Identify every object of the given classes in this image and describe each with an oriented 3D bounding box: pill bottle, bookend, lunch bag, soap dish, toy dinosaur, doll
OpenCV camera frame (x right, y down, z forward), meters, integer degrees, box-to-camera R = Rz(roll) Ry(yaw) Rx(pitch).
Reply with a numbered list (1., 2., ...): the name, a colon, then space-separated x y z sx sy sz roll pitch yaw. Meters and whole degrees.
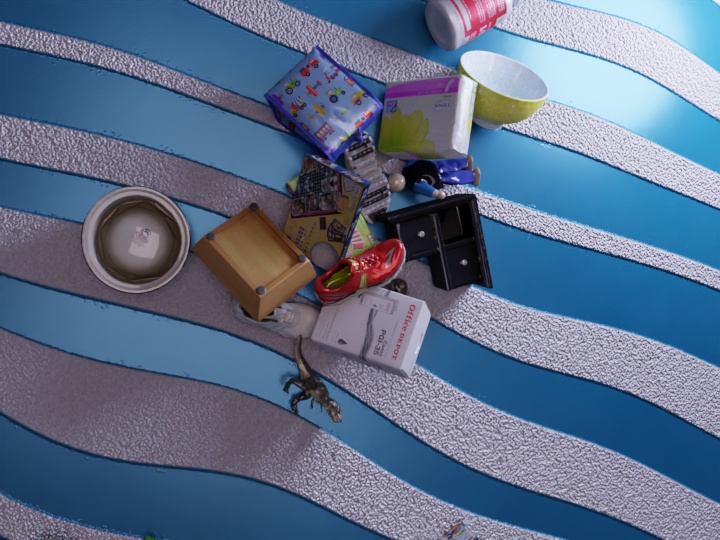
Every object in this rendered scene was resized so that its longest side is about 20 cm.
1. pill bottle: 0.244 -0.558 1.388 0.199 0.112 0.113 -33 97 -9
2. bookend: 0.152 -0.040 1.367 0.197 0.092 0.202 -15 101 -14
3. lunch bag: -0.063 -0.316 1.292 0.151 0.094 0.200 -45 67 -8
4. soap dish: -0.202 -0.024 1.268 0.157 0.082 0.200 -38 75 -29
5. toy dinosaur: -0.112 0.239 1.348 0.088 0.047 0.202 -34 105 -23
6. doll: 0.151 -0.196 1.384 0.197 0.049 0.138 -9 52 -14

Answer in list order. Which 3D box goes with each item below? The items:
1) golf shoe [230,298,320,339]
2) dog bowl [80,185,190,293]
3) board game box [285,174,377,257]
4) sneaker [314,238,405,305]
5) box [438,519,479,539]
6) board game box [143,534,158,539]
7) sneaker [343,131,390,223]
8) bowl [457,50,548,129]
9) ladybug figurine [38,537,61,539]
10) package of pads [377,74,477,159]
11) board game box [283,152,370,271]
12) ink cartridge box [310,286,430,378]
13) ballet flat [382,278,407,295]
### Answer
1. golf shoe: -0.161 0.095 1.316 0.197 0.097 0.080 11 87 -13
2. dog bowl: -0.427 -0.057 1.271 0.197 0.074 0.203 0 90 -11
3. board game box: -0.060 -0.117 1.360 0.101 0.048 0.202 -31 97 -10
4. sneaker: 0.000 0.000 1.264 0.199 0.085 0.077 -32 64 -3
5. box: 0.165 0.621 1.381 0.199 0.110 0.035 -39 97 -9
6. board game box: -0.371 0.640 1.303 0.198 0.040 0.154 30 84 -11
7. sneaker: 0.008 -0.197 1.365 0.074 0.081 0.202 -21 114 -12
8. bowl: 0.284 -0.365 1.390 0.197 0.202 0.109 9 131 -12
9. ladybug figurine: -0.571 0.597 1.244 0.134 0.072 0.203 -19 94 -12
10. package of pads: 0.130 -0.303 1.330 0.068 0.198 0.157 9 88 -49
11. board game box: -0.072 -0.110 1.288 0.134 0.035 0.202 29 121 13
12. ink cartridge box: 0.022 0.109 1.308 0.197 0.083 0.148 16 75 19
13. ballet flat: 0.024 0.091 1.379 0.200 0.046 0.068 -41 97 -9
